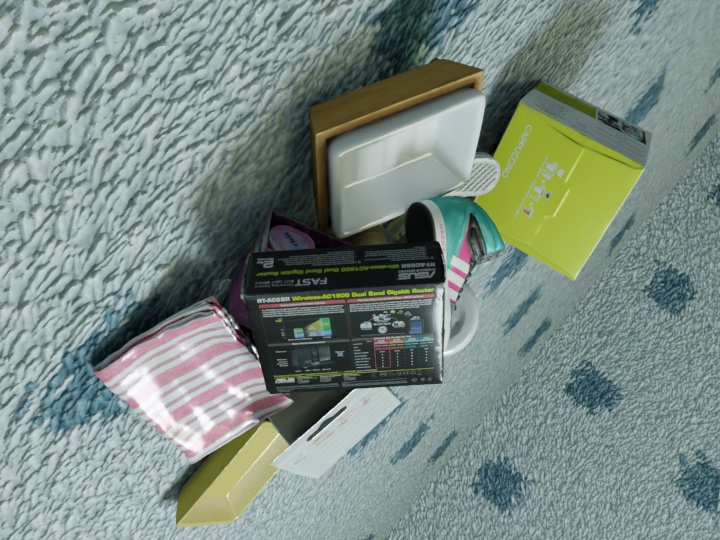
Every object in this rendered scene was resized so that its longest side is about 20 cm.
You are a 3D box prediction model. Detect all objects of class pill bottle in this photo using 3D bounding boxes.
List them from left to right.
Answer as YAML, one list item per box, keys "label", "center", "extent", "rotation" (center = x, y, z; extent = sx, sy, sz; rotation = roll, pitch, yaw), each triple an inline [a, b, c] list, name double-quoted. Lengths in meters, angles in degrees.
- label: "pill bottle"
  center: [0.089, 0.060, 0.981]
  extent: [0.111, 0.111, 0.200]
  rotation: [-47, -176, -7]

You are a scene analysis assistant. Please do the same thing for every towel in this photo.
- label: "towel"
  center: [-0.174, 0.129, 0.762]
  extent: [0.145, 0.030, 0.201]
  rotation: [-30, 131, -1]

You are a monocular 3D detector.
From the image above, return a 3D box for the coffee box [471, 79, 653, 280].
- label: "coffee box"
  center: [0.305, -0.147, 1.077]
  extent: [0.198, 0.198, 0.202]
  rotation: [-44, 161, -56]

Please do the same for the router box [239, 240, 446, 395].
- label: "router box"
  center: [-0.012, 0.051, 0.713]
  extent: [0.196, 0.063, 0.152]
  rotation: [-4, 133, 1]

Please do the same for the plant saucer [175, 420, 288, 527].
- label: "plant saucer"
  center: [-0.192, 0.310, 1.104]
  extent: [0.200, 0.048, 0.200]
  rotation: [-49, 157, -3]

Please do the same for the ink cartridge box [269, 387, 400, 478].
- label: "ink cartridge box"
  center: [-0.035, 0.189, 0.885]
  extent: [0.160, 0.047, 0.200]
  rotation: [-41, 156, -3]

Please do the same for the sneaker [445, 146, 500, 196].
- label: "sneaker"
  center: [0.084, -0.139, 0.914]
  extent: [0.197, 0.080, 0.079]
  rotation: [2, 121, -30]

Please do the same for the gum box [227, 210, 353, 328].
- label: "gum box"
  center: [-0.036, 0.030, 0.782]
  extent: [0.197, 0.067, 0.114]
  rotation: [22, 127, -20]

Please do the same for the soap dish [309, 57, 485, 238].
- label: "soap dish"
  center: [0.034, -0.135, 0.762]
  extent: [0.197, 0.082, 0.158]
  rotation: [-24, 149, -16]

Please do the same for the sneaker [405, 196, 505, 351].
- label: "sneaker"
  center: [0.116, -0.001, 0.841]
  extent: [0.119, 0.083, 0.203]
  rotation: [-19, 122, -29]

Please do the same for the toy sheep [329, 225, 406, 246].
- label: "toy sheep"
  center: [0.000, 0.000, 0.897]
  extent: [0.137, 0.138, 0.201]
  rotation: [-40, 161, -21]

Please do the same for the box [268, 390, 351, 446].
- label: "box"
  center: [-0.041, 0.147, 0.956]
  extent: [0.199, 0.068, 0.083]
  rotation: [-37, 147, -12]

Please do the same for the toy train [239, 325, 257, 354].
- label: "toy train"
  center: [-0.148, 0.117, 0.865]
  extent: [0.114, 0.085, 0.202]
  rotation: [-26, 148, -60]

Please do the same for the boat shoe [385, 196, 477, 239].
- label: "boat shoe"
  center: [0.091, -0.055, 1.030]
  extent: [0.201, 0.063, 0.074]
  rotation: [-46, 135, -13]
